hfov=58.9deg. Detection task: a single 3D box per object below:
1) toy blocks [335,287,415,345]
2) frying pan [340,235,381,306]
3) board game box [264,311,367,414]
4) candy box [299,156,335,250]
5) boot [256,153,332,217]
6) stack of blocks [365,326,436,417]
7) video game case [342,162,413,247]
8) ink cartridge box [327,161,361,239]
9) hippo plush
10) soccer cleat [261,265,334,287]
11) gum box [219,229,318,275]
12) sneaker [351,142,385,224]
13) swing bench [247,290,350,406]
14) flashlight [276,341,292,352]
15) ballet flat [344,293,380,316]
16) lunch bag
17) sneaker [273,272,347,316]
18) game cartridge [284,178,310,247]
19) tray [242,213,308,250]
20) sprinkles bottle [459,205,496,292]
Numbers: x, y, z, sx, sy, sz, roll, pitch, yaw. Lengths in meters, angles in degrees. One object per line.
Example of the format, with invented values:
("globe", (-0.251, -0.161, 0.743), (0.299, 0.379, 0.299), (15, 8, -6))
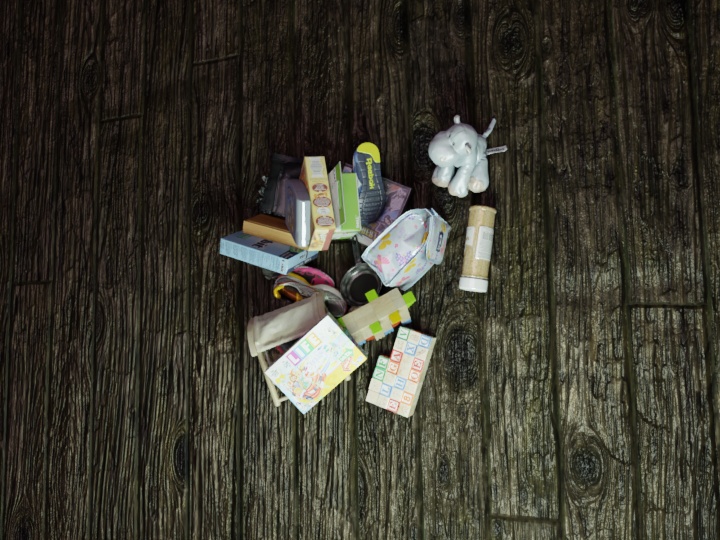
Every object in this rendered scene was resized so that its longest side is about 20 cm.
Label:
("toy blocks", (0.042, 0.121, 1.548), (0.198, 0.137, 0.101), (-28, 66, -2))
("frying pan", (-0.013, 0.011, 1.607), (0.114, 0.031, 0.191), (-36, 55, 6))
("board game box", (-0.101, 0.211, 1.452), (0.200, 0.034, 0.135), (-42, 96, 9))
("candy box", (-0.108, -0.164, 1.564), (0.055, 0.116, 0.202), (-3, 67, -14))
("boot", (-0.178, -0.218, 1.703), (0.196, 0.073, 0.165), (13, 90, 22))
("stack of blocks", (0.100, 0.243, 1.570), (0.114, 0.059, 0.202), (18, 91, 19))
("video game case", (0.014, -0.161, 1.656), (0.198, 0.025, 0.183), (23, 92, 19))
("ink cartridge box", (-0.037, -0.167, 1.552), (0.075, 0.200, 0.150), (-3, 83, -17))
("hippo plush", (0.247, -0.270, 1.515), (0.198, 0.161, 0.161), (-23, 78, 15))
("soccer cleat", (-0.160, 0.003, 1.680), (0.198, 0.087, 0.070), (17, 118, -2))
("gum box", (-0.233, -0.058, 1.654), (0.198, 0.170, 0.045), (18, 112, 19))
("sneaker", (0.017, -0.220, 1.614), (0.073, 0.082, 0.203), (-4, 100, -16))
("swing bench", (-0.146, 0.182, 1.528), (0.197, 0.130, 0.202), (-21, 104, 7))
("flashlight", (-0.191, 0.223, 1.673), (0.068, 0.068, 0.200), (-39, 69, -15))
("ballet flat", (-0.021, 0.131, 1.628), (0.200, 0.075, 0.064), (-48, 42, 4))
("lunch bag", (0.126, -0.054, 1.531), (0.200, 0.169, 0.127), (-45, 72, 9))
("sneaker", (-0.129, 0.075, 1.604), (0.198, 0.082, 0.079), (18, 118, 7))
("game cartridge", (-0.158, -0.153, 1.579), (0.041, 0.200, 0.135), (-7, 113, -13))
("tray", (-0.197, -0.102, 1.674), (0.198, 0.099, 0.037), (16, 111, 15))
("sprinkles bottle", (0.282, -0.051, 1.532), (0.067, 0.068, 0.203), (7, 87, 19))
